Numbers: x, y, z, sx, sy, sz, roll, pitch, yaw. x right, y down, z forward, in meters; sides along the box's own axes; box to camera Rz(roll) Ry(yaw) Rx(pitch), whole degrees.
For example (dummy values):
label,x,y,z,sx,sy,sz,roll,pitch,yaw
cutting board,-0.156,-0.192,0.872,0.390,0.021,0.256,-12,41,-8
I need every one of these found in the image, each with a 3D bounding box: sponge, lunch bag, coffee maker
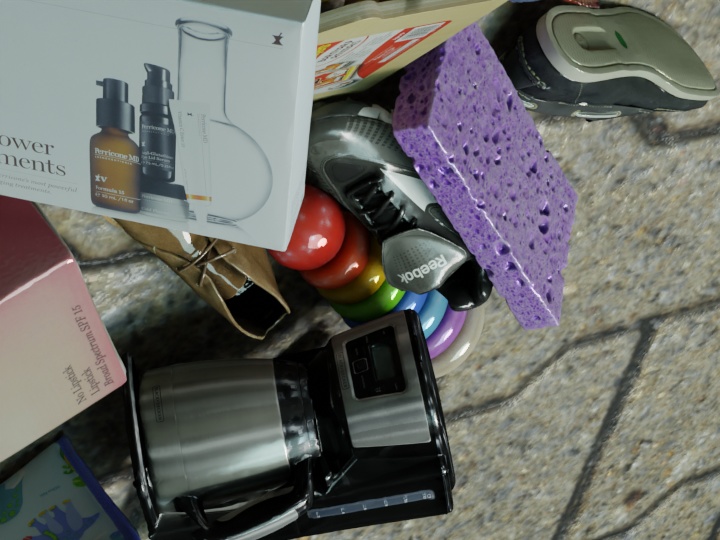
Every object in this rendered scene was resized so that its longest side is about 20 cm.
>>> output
label,x,y,z,sx,sy,sz,roll,pitch,yaw
sponge,0.082,-0.066,1.278,0.030,0.112,0.200,-9,138,27
lunch bag,-0.195,0.235,1.285,0.170,0.200,0.128,-35,146,-8
coffee maker,-0.044,0.111,1.325,0.199,0.135,0.192,-10,169,-1

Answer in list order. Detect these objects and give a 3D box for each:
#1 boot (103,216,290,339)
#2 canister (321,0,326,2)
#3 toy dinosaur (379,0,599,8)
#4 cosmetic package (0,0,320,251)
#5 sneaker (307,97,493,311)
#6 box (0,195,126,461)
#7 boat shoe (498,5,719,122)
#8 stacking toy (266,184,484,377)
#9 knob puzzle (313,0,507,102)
label,x,y,z,sx,sy,sz,roll,pitch,yaw
boot,-0.097,-0.024,1.210,0.074,0.076,0.200,-40,145,1
canister,-0.052,-0.234,1.014,0.148,0.087,0.201,-17,137,-32
toy dinosaur,0.074,-0.173,1.210,0.181,0.105,0.200,-14,151,-7
cosmetic package,-0.124,-0.096,1.016,0.199,0.052,0.151,11,132,5
sneaker,0.030,-0.035,1.273,0.066,0.091,0.200,-24,143,27
box,-0.247,0.046,1.106,0.200,0.109,0.128,-33,146,-13
boat shoe,0.168,-0.134,1.368,0.199,0.072,0.068,0,147,-46
stacking toy,0.000,0.000,1.341,0.085,0.085,0.200,-46,139,7
knob puzzle,-0.045,-0.120,1.121,0.219,0.031,0.220,-17,176,-1
